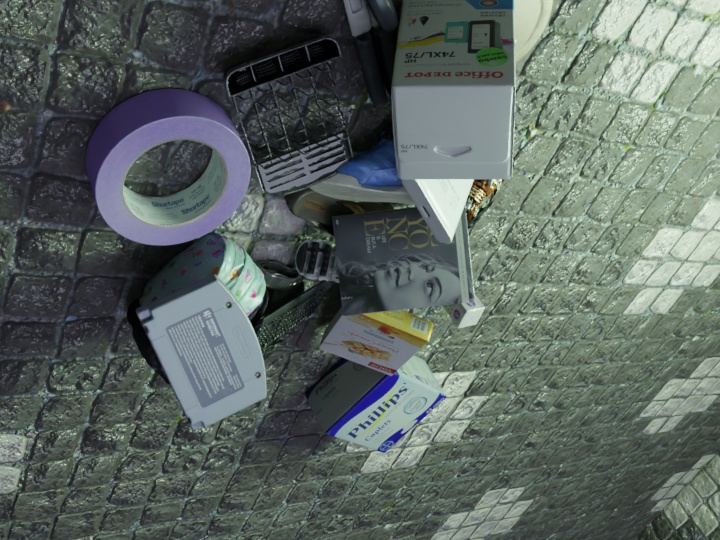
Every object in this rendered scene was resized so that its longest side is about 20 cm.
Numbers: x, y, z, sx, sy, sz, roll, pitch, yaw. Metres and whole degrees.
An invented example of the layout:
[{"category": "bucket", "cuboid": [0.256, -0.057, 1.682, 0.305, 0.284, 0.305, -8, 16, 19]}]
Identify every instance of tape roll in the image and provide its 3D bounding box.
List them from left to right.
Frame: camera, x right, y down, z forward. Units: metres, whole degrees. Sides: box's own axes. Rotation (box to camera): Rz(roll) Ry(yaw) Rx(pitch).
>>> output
[{"category": "tape roll", "cuboid": [-0.245, -0.129, 1.056, 0.199, 0.066, 0.201, -18, 140, -16]}]

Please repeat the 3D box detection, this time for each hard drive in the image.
[{"category": "hard drive", "cuboid": [0.124, -0.159, 1.170, 0.026, 0.201, 0.132, -2, 141, 34]}]

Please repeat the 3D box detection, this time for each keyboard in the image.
[{"category": "keyboard", "cuboid": [-0.122, 0.091, 1.275, 0.200, 0.021, 0.127, -32, 158, -57]}]

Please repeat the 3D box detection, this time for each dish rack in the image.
[{"category": "dish rack", "cuboid": [-0.085, -0.193, 1.070, 0.152, 0.055, 0.201, -22, 124, -11]}]

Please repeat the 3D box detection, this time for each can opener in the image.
[{"category": "can opener", "cuboid": [0.023, -0.288, 1.060, 0.053, 0.067, 0.201, -26, 140, -5]}]

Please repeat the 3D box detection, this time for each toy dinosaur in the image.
[{"category": "toy dinosaur", "cuboid": [0.121, -0.098, 1.262, 0.199, 0.136, 0.103, -30, 139, -14]}]

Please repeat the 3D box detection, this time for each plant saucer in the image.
[{"category": "plant saucer", "cuboid": [0.187, -0.350, 1.133, 0.199, 0.030, 0.201, -19, 139, -17]}]

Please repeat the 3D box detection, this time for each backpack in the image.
[{"category": "backpack", "cuboid": [-0.232, 0.047, 1.182, 0.200, 0.167, 0.127, -38, 136, -1]}]

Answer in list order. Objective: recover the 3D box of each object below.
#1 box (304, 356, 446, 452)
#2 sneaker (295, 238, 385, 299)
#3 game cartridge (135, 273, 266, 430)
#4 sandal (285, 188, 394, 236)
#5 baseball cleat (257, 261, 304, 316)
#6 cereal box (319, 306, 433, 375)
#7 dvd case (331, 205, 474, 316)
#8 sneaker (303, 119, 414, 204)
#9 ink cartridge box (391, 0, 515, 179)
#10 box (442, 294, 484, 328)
[{"category": "box", "cuboid": [0.032, 0.242, 1.588, 0.184, 0.105, 0.200, -45, 138, 15]}, {"category": "sneaker", "cuboid": [0.000, 0.000, 1.278, 0.081, 0.198, 0.076, 30, 79, -84]}, {"category": "game cartridge", "cuboid": [-0.206, 0.110, 1.122, 0.132, 0.041, 0.201, -22, 117, -10]}, {"category": "sandal", "cuboid": [-0.023, -0.082, 1.254, 0.199, 0.055, 0.082, 18, 121, -43]}, {"category": "baseball cleat", "cuboid": [-0.180, 0.042, 1.285, 0.199, 0.070, 0.107, -23, 135, -26]}, {"category": "cereal box", "cuboid": [0.022, 0.110, 1.374, 0.143, 0.040, 0.200, 22, 152, -6]}, {"category": "dvd case", "cuboid": [0.064, -0.017, 1.221, 0.198, 0.016, 0.150, -6, 96, 1]}, {"category": "sneaker", "cuboid": [0.020, -0.161, 1.190, 0.198, 0.112, 0.077, 5, 169, -2]}, {"category": "ink cartridge box", "cuboid": [0.121, -0.233, 1.041, 0.145, 0.201, 0.147, 1, 139, 8]}, {"category": "box", "cuboid": [0.128, 0.006, 1.329, 0.038, 0.201, 0.042, -7, 138, -31]}]
